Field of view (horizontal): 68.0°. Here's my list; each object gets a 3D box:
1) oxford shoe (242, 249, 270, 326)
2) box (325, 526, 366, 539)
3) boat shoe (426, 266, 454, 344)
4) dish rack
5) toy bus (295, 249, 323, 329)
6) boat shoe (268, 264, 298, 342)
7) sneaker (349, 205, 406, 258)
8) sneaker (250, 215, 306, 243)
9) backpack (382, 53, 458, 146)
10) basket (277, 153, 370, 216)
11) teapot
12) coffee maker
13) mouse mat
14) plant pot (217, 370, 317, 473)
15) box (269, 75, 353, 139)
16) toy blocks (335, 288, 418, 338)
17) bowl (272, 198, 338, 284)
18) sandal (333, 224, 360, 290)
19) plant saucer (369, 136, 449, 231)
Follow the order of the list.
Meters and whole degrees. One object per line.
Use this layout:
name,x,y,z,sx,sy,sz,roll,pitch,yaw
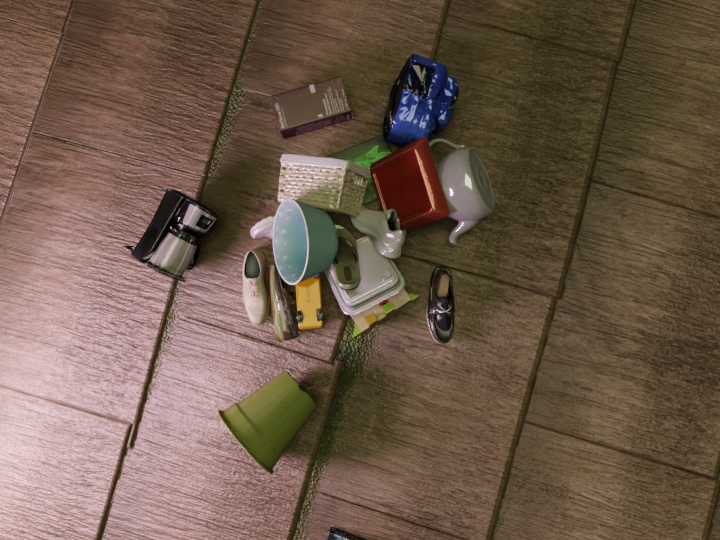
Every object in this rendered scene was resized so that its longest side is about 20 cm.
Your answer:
oxford shoe,-0.278,0.044,1.381,0.070,0.074,0.202,-8,86,1
box,-0.048,0.772,1.348,0.136,0.038,0.201,20,87,2
boat shoe,0.208,0.090,1.374,0.071,0.068,0.202,0,88,-1
dish rack,0.000,0.000,1.341,0.171,0.044,0.201,-27,51,-2
toy bus,-0.132,0.047,1.376,0.065,0.078,0.202,-5,86,0
boat shoe,-0.200,0.082,1.385,0.064,0.073,0.202,-7,90,-10
sneaker,0.051,-0.124,1.350,0.200,0.078,0.100,46,121,30
sneaker,-0.186,-0.096,1.385,0.198,0.081,0.089,-7,85,1
backpack,0.149,-0.412,1.359,0.167,0.163,0.201,20,86,-1
basket,-0.095,-0.213,1.339,0.199,0.135,0.124,12,94,26
teapot,0.240,-0.208,1.349,0.145,0.198,0.201,-18,43,29
coffee maker,-0.489,-0.103,1.365,0.191,0.135,0.201,28,87,3
mouse mat,0.003,-0.257,1.429,0.199,0.008,0.162,-22,86,-1
plant pot,-0.213,0.356,1.320,0.190,0.200,0.200,-42,86,-15
box,-0.128,-0.430,1.410,0.199,0.075,0.101,-17,86,2
toy blocks,0.030,0.064,1.373,0.199,0.100,0.137,-32,76,-4
bowl,-0.125,-0.071,1.279,0.104,0.200,0.202,-5,86,-32
sandal,-0.041,-0.043,1.314,0.079,0.058,0.202,-14,52,-6
plant saucer,0.110,-0.204,1.338,0.037,0.199,0.201,-18,90,-44
